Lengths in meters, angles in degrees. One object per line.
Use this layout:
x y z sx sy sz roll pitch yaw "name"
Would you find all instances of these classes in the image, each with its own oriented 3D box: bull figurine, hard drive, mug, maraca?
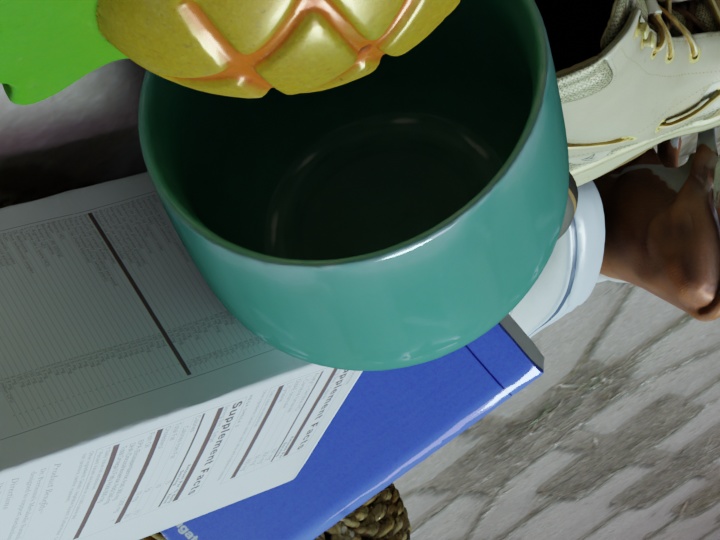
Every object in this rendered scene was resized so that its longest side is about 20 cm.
0.155 -0.037 1.034 0.065 0.200 0.122 15 98 -29 "bull figurine"
-0.032 0.054 0.923 0.200 0.132 0.025 -37 -167 19 "hard drive"
0.017 -0.048 0.743 0.184 0.152 0.115 -30 149 -6 "mug"
-0.039 -0.105 0.611 0.199 0.107 0.137 -23 162 -19 "maraca"

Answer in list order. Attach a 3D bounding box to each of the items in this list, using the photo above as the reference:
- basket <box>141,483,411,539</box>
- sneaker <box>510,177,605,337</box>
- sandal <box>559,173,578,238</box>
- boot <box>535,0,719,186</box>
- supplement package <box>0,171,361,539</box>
-0.065 0.142 1.081 0.148 0.144 0.200 -26 174 7 "basket"
0.068 0.012 1.046 0.070 0.073 0.200 -20 156 -29 "sneaker"
0.040 0.000 0.951 0.081 0.055 0.200 22 144 -20 "sandal"
0.137 -0.116 0.900 0.199 0.073 0.155 -27 161 5 "boot"
-0.113 0.044 0.789 0.199 0.114 0.110 -16 152 -36 "supplement package"
